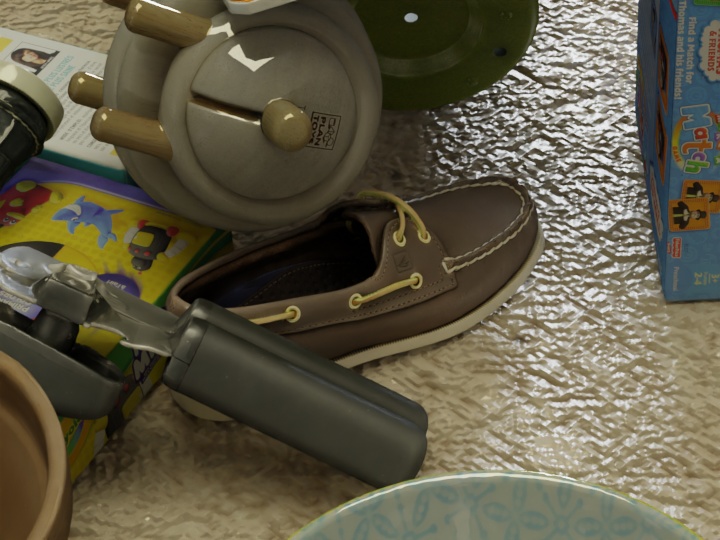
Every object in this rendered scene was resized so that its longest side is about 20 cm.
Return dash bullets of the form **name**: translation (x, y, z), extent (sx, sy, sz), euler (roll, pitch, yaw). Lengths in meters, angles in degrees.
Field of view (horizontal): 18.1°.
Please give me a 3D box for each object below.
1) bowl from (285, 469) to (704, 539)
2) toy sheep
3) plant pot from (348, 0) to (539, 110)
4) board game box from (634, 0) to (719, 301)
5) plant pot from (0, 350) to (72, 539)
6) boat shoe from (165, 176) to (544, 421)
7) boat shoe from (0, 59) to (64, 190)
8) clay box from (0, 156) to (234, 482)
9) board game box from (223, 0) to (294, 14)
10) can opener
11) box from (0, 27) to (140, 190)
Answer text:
- **bowl**: translation (0.046, 0.178, 0.783), extent (0.199, 0.108, 0.201), euler (-2, 40, 2)
- **toy sheep**: translation (-0.054, -0.079, 1.004), extent (0.137, 0.139, 0.200), euler (-12, 21, -8)
- **plant pot**: translation (0.019, -0.195, 1.175), extent (0.199, 0.201, 0.194), euler (-4, 52, 1)
- **board game box**: translation (0.151, -0.111, 1.038), extent (0.036, 0.201, 0.152), euler (-2, 41, 1)
- **plant pot**: translation (-0.209, 0.117, 0.891), extent (0.199, 0.093, 0.202), euler (-2, 41, 2)
- **boat shoe**: translation (0.000, 0.000, 1.031), extent (0.199, 0.060, 0.072), euler (-24, 44, -21)
- **boat shoe**: translation (-0.230, -0.052, 1.085), extent (0.198, 0.075, 0.066), euler (-1, 53, 33)
- **clay box**: translation (-0.154, 0.034, 1.016), extent (0.114, 0.048, 0.200), euler (16, 44, 23)
- **board game box**: translation (0.013, -0.188, 1.007), extent (0.199, 0.026, 0.200), euler (-19, 31, -7)
- **can opener**: translation (-0.071, 0.050, 0.954), extent (0.199, 0.067, 0.053), euler (26, 15, -5)
- **box**: translation (-0.181, -0.078, 1.148), extent (0.199, 0.049, 0.082), euler (16, 44, 22)
